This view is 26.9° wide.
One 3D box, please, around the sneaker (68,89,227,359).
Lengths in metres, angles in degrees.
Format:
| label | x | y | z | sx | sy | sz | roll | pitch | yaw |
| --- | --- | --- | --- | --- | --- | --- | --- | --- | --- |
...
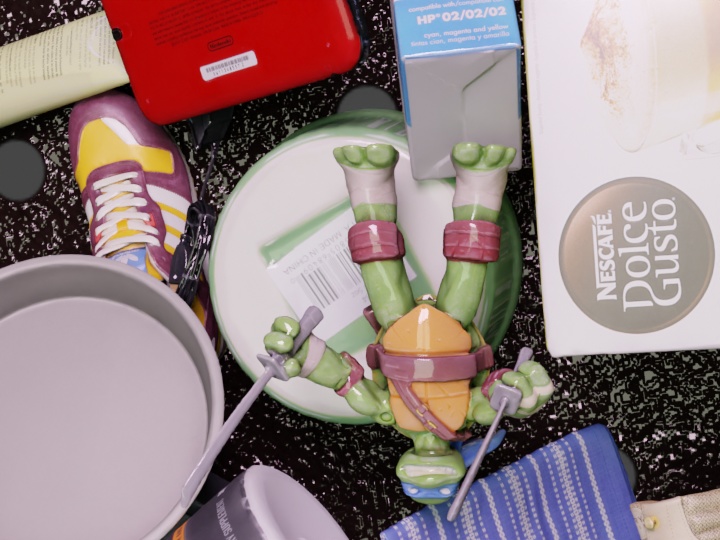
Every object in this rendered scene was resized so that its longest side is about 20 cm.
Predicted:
| label | x | y | z | sx | sy | sz | roll | pitch | yaw |
| --- | --- | --- | --- | --- | --- | --- | --- | --- | --- |
| sneaker | -0.142 | -0.024 | 0.971 | 0.074 | 0.090 | 0.202 | -22 | 91 | 12 |

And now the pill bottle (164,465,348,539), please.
| label | x | y | z | sx | sy | sz | roll | pitch | yaw |
| --- | --- | --- | --- | --- | --- | --- | --- | --- | --- |
| pill bottle | -0.097 | 0.211 | 0.841 | 0.200 | 0.106 | 0.106 | -42 | 87 | 11 |

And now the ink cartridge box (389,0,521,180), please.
| label | x | y | z | sx | sy | sz | roll | pitch | yaw |
| --- | --- | --- | --- | --- | --- | --- | --- | --- | --- |
| ink cartridge box | 0.049 | -0.169 | 0.872 | 0.067 | 0.116 | 0.202 | -7 | 59 | 2 |

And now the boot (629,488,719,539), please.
| label | x | y | z | sx | sy | sz | roll | pitch | yaw |
| --- | --- | --- | --- | --- | --- | --- | --- | --- | --- |
| boot | 0.177 | 0.214 | 0.875 | 0.198 | 0.073 | 0.157 | -21 | 81 | 6 |

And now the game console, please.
| label | x | y | z | sx | sy | sz | roll | pitch | yaw |
| --- | --- | --- | --- | --- | --- | --- | --- | --- | --- |
| game console | -0.059 | -0.197 | 0.899 | 0.199 | 0.118 | 0.174 | -9 | 105 | 45 |

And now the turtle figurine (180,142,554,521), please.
| label | x | y | z | sx | sy | sz | roll | pitch | yaw |
| --- | --- | --- | --- | --- | --- | --- | --- | --- | --- |
| turtle figurine | 0.025 | 0.030 | 0.789 | 0.143 | 0.199 | 0.196 | -1 | 88 | 46 |

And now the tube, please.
| label | x | y | z | sx | sy | sz | roll | pitch | yaw |
| --- | --- | --- | --- | --- | --- | --- | --- | --- | --- |
| tube | -0.231 | -0.123 | 0.997 | 0.198 | 0.052 | 0.059 | -18 | 90 | 12 |

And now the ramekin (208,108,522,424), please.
| label | x | y | z | sx | sy | sz | roll | pitch | yaw |
| --- | --- | --- | --- | --- | --- | --- | --- | --- | --- |
| ramekin | 0.000 | 0.000 | 0.942 | 0.198 | 0.098 | 0.203 | 1 | 96 | 10 |

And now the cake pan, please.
| label | x | y | z | sx | sy | sz | roll | pitch | yaw |
| --- | --- | --- | --- | --- | --- | --- | --- | --- | --- |
| cake pan | -0.176 | 0.089 | 0.881 | 0.198 | 0.037 | 0.202 | -1 | 65 | 2 |

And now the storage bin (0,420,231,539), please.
| label | x | y | z | sx | sy | sz | roll | pitch | yaw |
| --- | --- | --- | --- | --- | --- | --- | --- | --- | --- |
| storage bin | -0.140 | 0.184 | 0.968 | 0.199 | 0.134 | 0.147 | 27 | 99 | 8 |

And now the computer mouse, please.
| label | x | y | z | sx | sy | sz | roll | pitch | yaw |
| --- | --- | --- | --- | --- | --- | --- | --- | --- | --- |
| computer mouse | -0.105 | -0.071 | 0.945 | 0.034 | 0.059 | 0.202 | 13 | 68 | -17 |

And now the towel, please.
| label | x | y | z | sx | sy | sz | roll | pitch | yaw |
| --- | --- | --- | --- | --- | --- | --- | --- | --- | --- |
| towel | 0.108 | 0.190 | 0.910 | 0.024 | 0.199 | 0.146 | -18 | 91 | 52 |

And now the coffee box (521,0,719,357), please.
| label | x | y | z | sx | sy | sz | roll | pitch | yaw |
| --- | --- | --- | --- | --- | --- | --- | --- | --- | --- |
| coffee box | 0.197 | -0.066 | 0.848 | 0.195 | 0.200 | 0.202 | -3 | 94 | 11 |
